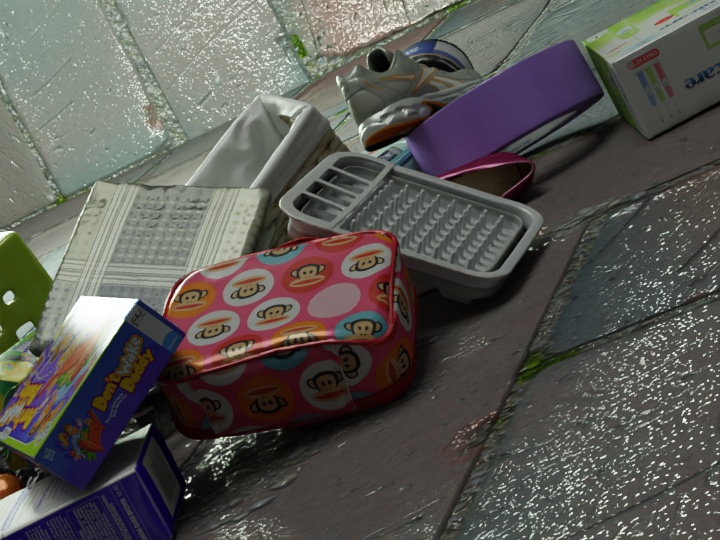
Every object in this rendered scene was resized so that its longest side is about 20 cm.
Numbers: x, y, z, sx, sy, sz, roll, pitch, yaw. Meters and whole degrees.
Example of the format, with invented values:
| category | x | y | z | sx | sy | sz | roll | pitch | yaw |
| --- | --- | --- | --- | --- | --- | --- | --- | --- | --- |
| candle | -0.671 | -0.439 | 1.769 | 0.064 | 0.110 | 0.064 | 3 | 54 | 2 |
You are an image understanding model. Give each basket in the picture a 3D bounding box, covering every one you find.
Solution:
| category | x | y | z | sx | sy | sz | roll | pitch | yaw |
| --- | --- | --- | --- | --- | --- | --- | --- | --- | --- |
| basket | -0.091 | -0.054 | 1.794 | 0.201 | 0.123 | 0.135 | -54 | 29 | -9 |

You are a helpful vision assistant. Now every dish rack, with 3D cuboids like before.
| category | x | y | z | sx | sy | sz | roll | pitch | yaw |
| --- | --- | --- | --- | --- | --- | --- | --- | --- | --- |
| dish rack | 0.042 | -0.033 | 1.540 | 0.199 | 0.044 | 0.172 | 17 | 25 | 13 |

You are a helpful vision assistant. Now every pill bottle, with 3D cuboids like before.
| category | x | y | z | sx | sy | sz | roll | pitch | yaw |
| --- | --- | --- | --- | --- | --- | --- | --- | --- | --- |
| pill bottle | 0.090 | -0.232 | 2.344 | 0.111 | 0.112 | 0.200 | -26 | 12 | 12 |

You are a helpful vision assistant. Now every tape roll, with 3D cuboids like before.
| category | x | y | z | sx | sy | sz | roll | pitch | yaw |
| --- | --- | --- | --- | --- | --- | --- | --- | --- | --- |
| tape roll | 0.146 | -0.154 | 1.871 | 0.199 | 0.066 | 0.200 | -31 | -4 | -2 |

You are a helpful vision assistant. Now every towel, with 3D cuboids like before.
| category | x | y | z | sx | sy | sz | roll | pitch | yaw |
| --- | --- | --- | --- | --- | --- | --- | --- | --- | --- |
| towel | -0.184 | 0.005 | 1.668 | 0.191 | 0.035 | 0.201 | 3 | 56 | 21 |

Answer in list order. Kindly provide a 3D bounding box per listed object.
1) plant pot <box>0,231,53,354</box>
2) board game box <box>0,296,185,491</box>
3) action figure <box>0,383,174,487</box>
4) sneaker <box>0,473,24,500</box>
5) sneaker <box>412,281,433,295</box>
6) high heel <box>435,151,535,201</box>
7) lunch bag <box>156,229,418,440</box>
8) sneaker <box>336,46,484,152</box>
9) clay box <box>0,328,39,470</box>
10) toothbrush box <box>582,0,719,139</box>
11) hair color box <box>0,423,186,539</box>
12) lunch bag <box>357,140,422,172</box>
| category | x | y | z | sx | sy | sz | roll | pitch | yaw |
| --- | --- | --- | --- | --- | --- | --- | --- | --- | --- |
| plant pot | -0.398 | 0.098 | 1.882 | 0.181 | 0.200 | 0.199 | -44 | 19 | -33 |
| board game box | -0.210 | 0.088 | 1.394 | 0.135 | 0.045 | 0.200 | -57 | 17 | -12 |
| action figure | -0.251 | 0.143 | 1.551 | 0.199 | 0.102 | 0.119 | -33 | -1 | -23 |
| sneaker | -0.353 | 0.224 | 1.467 | 0.199 | 0.077 | 0.073 | -34 | 49 | 5 |
| sneaker | 0.000 | 0.000 | 1.670 | 0.199 | 0.071 | 0.099 | -17 | 13 | 24 |
| high heel | 0.072 | -0.058 | 1.748 | 0.199 | 0.068 | 0.096 | -19 | -3 | -19 |
| lunch bag | -0.056 | 0.038 | 1.421 | 0.198 | 0.082 | 0.177 | -11 | 36 | 12 |
| sneaker | 0.054 | -0.191 | 1.874 | 0.076 | 0.092 | 0.200 | -33 | -6 | 38 |
| clay box | -0.308 | 0.131 | 1.660 | 0.047 | 0.116 | 0.200 | 10 | 13 | 7 |
| toothbrush box | 0.310 | -0.211 | 1.799 | 0.145 | 0.087 | 0.200 | -28 | 13 | 6 |
| hair color box | -0.232 | 0.197 | 1.366 | 0.199 | 0.065 | 0.109 | -25 | 12 | 7 |
| lunch bag | -0.021 | -0.063 | 1.951 | 0.160 | 0.077 | 0.199 | -37 | 14 | -32 |
